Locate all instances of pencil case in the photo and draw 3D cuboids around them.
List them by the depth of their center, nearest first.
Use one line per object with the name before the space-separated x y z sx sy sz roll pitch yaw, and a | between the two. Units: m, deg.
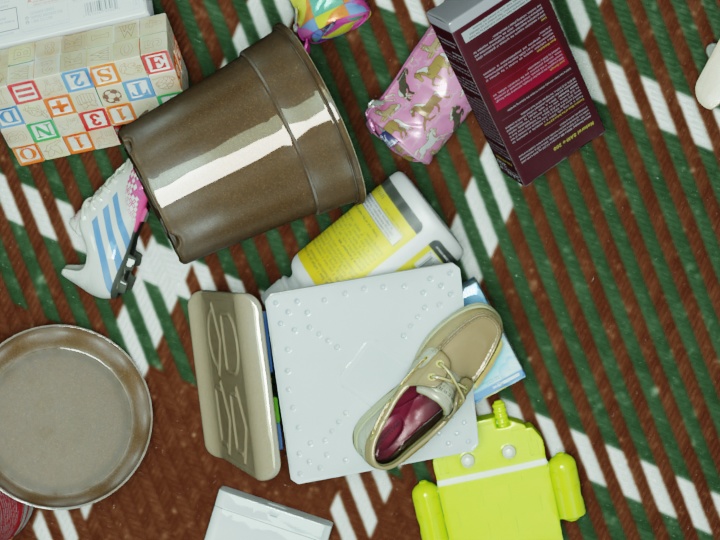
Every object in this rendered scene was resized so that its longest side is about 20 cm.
pencil case | 0.088 -0.211 1.430 0.083 0.086 0.201 39 96 36
pencil case | -0.061 -0.336 1.433 0.088 0.088 0.202 -22 90 5

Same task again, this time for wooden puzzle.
wooden puzzle | -0.124 0.113 1.419 0.046 0.200 0.187 -8 93 -23

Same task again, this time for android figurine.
android figurine | 0.147 0.241 1.467 0.180 0.041 0.202 -11 96 5

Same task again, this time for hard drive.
hard drive | -0.121 0.354 1.501 0.131 0.027 0.202 17 95 3

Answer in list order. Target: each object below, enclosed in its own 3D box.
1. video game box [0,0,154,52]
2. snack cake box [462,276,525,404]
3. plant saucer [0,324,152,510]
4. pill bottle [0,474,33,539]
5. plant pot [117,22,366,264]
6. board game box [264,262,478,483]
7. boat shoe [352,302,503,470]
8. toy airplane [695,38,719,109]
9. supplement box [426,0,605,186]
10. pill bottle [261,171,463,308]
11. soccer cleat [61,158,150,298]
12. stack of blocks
video game box | -0.328 -0.327 1.448 0.198 0.047 0.184 -11 77 5
snack cake box | 0.062 0.104 1.454 0.199 0.067 0.116 -29 93 5
plant saucer | -0.325 0.159 1.465 0.198 0.032 0.202 7 69 -18
pill bottle | -0.425 0.257 1.429 0.111 0.200 0.113 0 94 5
plant pot | -0.126 -0.117 1.370 0.197 0.200 0.202 -26 91 -8
board game box | 0.013 0.102 1.382 0.198 0.026 0.202 -9 104 -8
boat shoe | 0.075 0.121 1.349 0.074 0.066 0.200 38 94 -16
toy airplane | 0.430 -0.275 1.389 0.199 0.140 0.201 -10 80 40
supplement box | 0.160 -0.200 1.384 0.108 0.061 0.201 -33 119 -7
pill bottle | 0.000 0.000 1.430 0.200 0.114 0.115 -39 90 5
soccer cleat | -0.264 -0.069 1.466 0.086 0.070 0.202 19 95 -1
stack of blocks | -0.284 -0.189 1.435 0.198 0.116 0.059 -12 51 3
